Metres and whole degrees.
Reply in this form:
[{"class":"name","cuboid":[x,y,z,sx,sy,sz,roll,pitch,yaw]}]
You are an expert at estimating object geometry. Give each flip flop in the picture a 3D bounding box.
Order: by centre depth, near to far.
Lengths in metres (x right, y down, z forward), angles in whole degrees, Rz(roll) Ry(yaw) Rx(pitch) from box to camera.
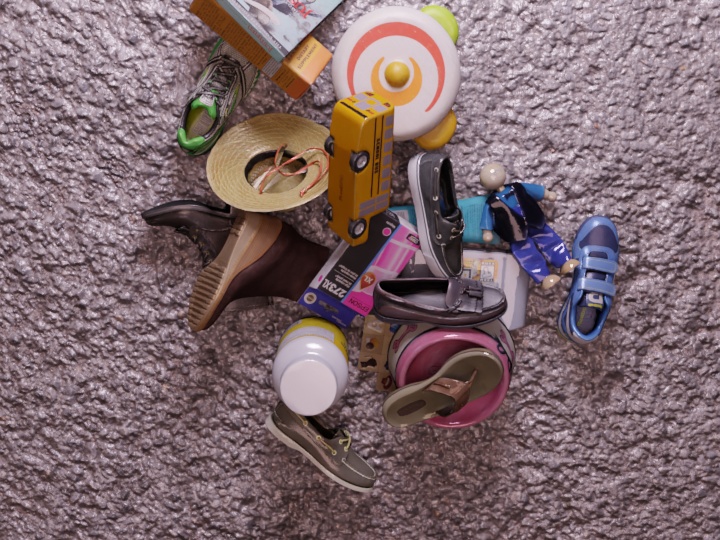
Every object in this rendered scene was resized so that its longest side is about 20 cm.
[{"class":"flip flop","cuboid":[0.120,0.181,1.460,0.199,0.058,0.081,-27,114,15]}]

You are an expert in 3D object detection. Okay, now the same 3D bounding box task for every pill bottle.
[{"class":"pill bottle","cuboid":[-0.072,0.142,1.475,0.111,0.200,0.113,0,102,0]}]

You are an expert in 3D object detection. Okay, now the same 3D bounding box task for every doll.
[{"class":"doll","cuboid":[0.244,-0.074,1.502,0.136,0.048,0.201,-36,90,-12]}]

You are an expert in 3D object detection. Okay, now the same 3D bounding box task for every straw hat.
[{"class":"straw hat","cuboid":[-0.120,-0.133,1.476,0.199,0.203,0.085,-10,144,1]}]

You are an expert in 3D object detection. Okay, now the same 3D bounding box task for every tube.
[{"class":"tube","cuboid":[0.115,-0.073,1.518,0.198,0.050,0.078,-3,105,-5]}]

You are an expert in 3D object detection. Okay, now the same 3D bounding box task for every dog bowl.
[{"class":"dog bowl","cuboid":[0.139,0.152,1.518,0.198,0.074,0.202,1,117,1]}]

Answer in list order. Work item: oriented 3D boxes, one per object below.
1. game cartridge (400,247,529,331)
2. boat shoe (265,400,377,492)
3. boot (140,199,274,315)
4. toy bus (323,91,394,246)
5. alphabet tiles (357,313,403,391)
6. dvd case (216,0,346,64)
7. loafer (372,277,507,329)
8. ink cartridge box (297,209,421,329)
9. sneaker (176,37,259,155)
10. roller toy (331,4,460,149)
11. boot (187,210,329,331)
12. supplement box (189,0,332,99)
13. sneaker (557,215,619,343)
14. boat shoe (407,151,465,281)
[{"class":"game cartridge","cuboid":[0.159,0.031,1.542,0.198,0.042,0.135,3,97,-2]},{"class":"boat shoe","cuboid":[-0.052,0.270,1.566,0.201,0.072,0.060,36,103,-3]},{"class":"boot","cuboid":[-0.227,-0.015,1.506,0.198,0.069,0.176,0,101,-7]},{"class":"toy bus","cuboid":[-0.002,-0.136,1.378,0.078,0.065,0.201,-26,135,-32]},{"class":"alphabet tiles","cuboid":[0.099,0.121,1.549,0.198,0.006,0.168,7,118,-2]},{"class":"dvd case","cuboid":[-0.111,-0.389,1.392,0.146,0.200,0.022,44,140,-8]},{"class":"loafer","cuboid":[0.115,0.041,1.457,0.198,0.072,0.063,-2,138,5]},{"class":"ink cartridge box","cuboid":[0.000,0.000,1.492,0.094,0.037,0.200,30,111,-23]},{"class":"sneaker","cuboid":[-0.203,-0.256,1.454,0.077,0.085,0.201,25,96,-6]},{"class":"roller toy","cuboid":[0.049,-0.276,1.427,0.180,0.140,0.202,2,102,-1]},{"class":"boot","cuboid":[-0.146,0.022,1.475,0.166,0.072,0.201,28,93,-38]},{"class":"supplement box","cuboid":[-0.139,-0.334,1.409,0.199,0.069,0.067,38,67,-11]},{"class":"sneaker","cuboid":[0.353,0.018,1.519,0.073,0.082,0.202,8,99,-1]},{"class":"boat shoe","cuboid":[0.119,-0.074,1.452,0.056,0.069,0.202,2,117,41]}]
